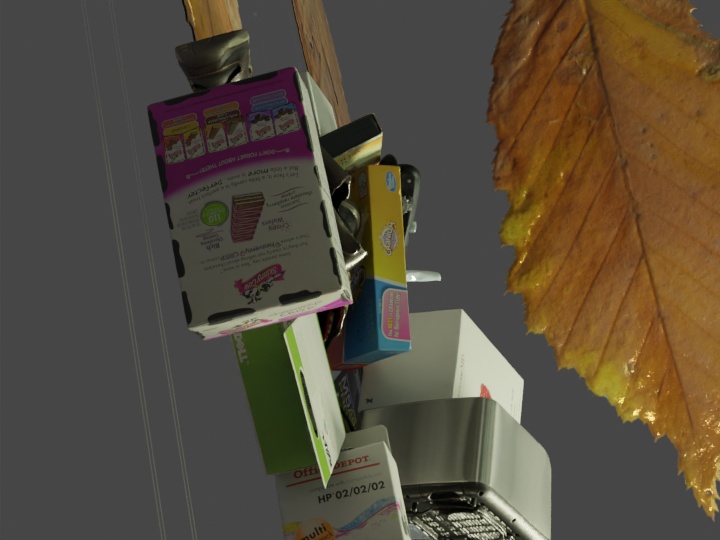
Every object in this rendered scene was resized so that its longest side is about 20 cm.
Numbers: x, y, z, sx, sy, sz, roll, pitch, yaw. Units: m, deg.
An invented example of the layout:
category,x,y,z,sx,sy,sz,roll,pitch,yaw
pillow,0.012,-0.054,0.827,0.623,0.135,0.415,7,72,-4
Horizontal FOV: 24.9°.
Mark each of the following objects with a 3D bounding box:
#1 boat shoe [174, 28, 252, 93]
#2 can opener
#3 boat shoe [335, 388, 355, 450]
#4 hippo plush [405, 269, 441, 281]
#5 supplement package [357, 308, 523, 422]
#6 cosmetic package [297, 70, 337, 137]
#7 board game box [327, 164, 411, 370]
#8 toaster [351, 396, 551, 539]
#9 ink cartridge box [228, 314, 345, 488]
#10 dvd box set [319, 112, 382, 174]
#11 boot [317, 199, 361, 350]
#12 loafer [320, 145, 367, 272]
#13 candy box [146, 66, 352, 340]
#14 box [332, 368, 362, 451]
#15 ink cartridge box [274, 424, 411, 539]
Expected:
category,x,y,z,sx,sy,sz,roll,pitch,yaw
boat shoe,-0.136,-0.199,1.633,0.200,0.074,0.074,-67,142,-79
can opener,0.029,-0.029,1.857,0.079,0.063,0.201,-60,160,-76
boat shoe,-0.051,0.139,1.725,0.201,0.060,0.074,70,10,-50
hippo plush,-0.028,0.018,2.071,0.200,0.158,0.162,49,55,-46
supplement package,0.096,0.143,1.874,0.200,0.119,0.122,46,45,-52
cosmetic package,-0.087,-0.159,1.874,0.200,0.107,0.085,28,49,-81
board game box,0.000,0.000,1.783,0.153,0.040,0.202,154,-65,-63
toaster,0.089,0.227,1.755,0.200,0.180,0.119,44,45,-46
ink cartridge box,-0.072,0.113,1.501,0.200,0.075,0.149,-59,135,-81
dvd box set,-0.045,-0.111,1.838,0.030,0.146,0.200,62,-5,8
boot,-0.049,0.037,1.698,0.151,0.073,0.201,-82,-169,-67
loafer,-0.043,-0.084,1.576,0.073,0.071,0.201,34,37,-79
candy box,-0.094,-0.056,1.376,0.061,0.135,0.201,53,24,-73
box,0.014,0.215,1.997,0.160,0.044,0.201,125,-44,-66
ink cartridge box,-0.015,0.239,1.555,0.068,0.114,0.201,67,10,-62
